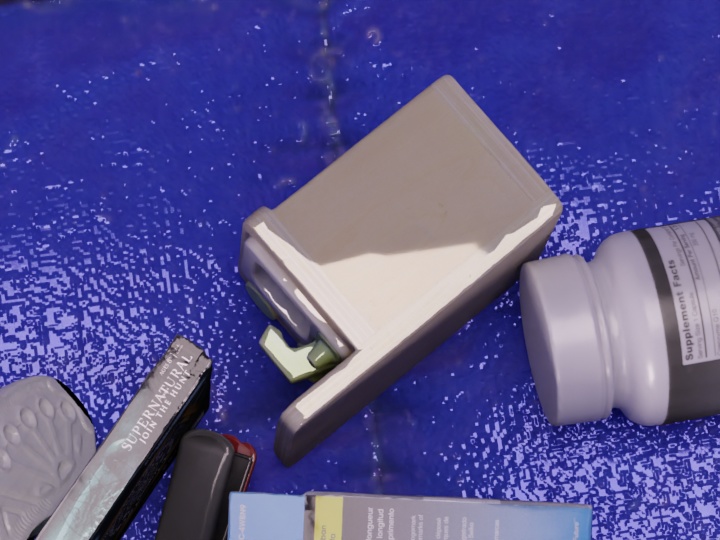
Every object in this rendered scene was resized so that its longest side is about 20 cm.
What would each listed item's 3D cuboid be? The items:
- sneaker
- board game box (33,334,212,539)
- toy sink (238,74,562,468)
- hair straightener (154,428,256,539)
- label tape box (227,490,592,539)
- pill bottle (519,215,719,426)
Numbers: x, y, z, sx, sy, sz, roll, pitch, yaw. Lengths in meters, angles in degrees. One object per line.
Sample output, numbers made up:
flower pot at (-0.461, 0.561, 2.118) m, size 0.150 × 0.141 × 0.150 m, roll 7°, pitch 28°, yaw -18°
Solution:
sneaker at (-0.243, 0.146, 1.539) m, size 0.081 × 0.146 × 0.200 m, roll 52°, pitch 32°, yaw -16°
board game box at (-0.147, 0.136, 1.518) m, size 0.028 × 0.135 × 0.200 m, roll 33°, pitch 75°, yaw 5°
toy sink at (0.000, 0.000, 1.566) m, size 0.200 × 0.130 × 0.112 m, roll -39°, pitch 81°, yaw -11°
hair straightener at (-0.116, 0.182, 1.530) m, size 0.041 × 0.077 × 0.200 m, roll 21°, pitch 86°, yaw 21°
label tape box at (0.022, 0.194, 1.493) m, size 0.200 × 0.066 × 0.144 m, roll 3°, pitch 86°, yaw -6°
pill bottle at (0.199, 0.027, 1.580) m, size 0.200 × 0.114 × 0.114 m, roll -10°, pitch 76°, yaw -6°
